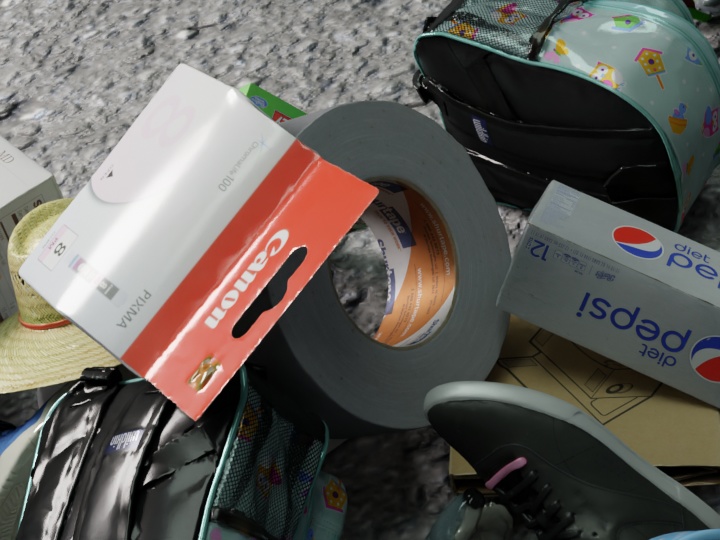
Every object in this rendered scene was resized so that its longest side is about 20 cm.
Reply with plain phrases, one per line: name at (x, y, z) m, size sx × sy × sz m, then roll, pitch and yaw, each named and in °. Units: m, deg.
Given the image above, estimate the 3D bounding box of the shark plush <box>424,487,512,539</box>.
shark plush at (0.026, 0.212, 1.175) m, size 0.200 × 0.091 × 0.083 m, roll -53°, pitch 24°, yaw -17°

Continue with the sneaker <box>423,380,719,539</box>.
sneaker at (0.113, 0.141, 1.128) m, size 0.071 × 0.200 × 0.099 m, roll -43°, pitch 19°, yaw 50°

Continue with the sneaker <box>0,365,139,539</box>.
sneaker at (-0.215, 0.111, 1.297) m, size 0.200 × 0.077 × 0.111 m, roll -52°, pitch 41°, yaw 14°

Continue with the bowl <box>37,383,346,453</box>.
bowl at (-0.111, 0.068, 1.362) m, size 0.199 × 0.075 × 0.200 m, roll -31°, pitch 39°, yaw -18°

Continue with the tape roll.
tape roll at (0.000, 0.000, 1.237) m, size 0.066 × 0.200 × 0.200 m, roll -12°, pitch 31°, yaw 49°

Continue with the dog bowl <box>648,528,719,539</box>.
dog bowl at (0.190, 0.219, 1.007) m, size 0.111 × 0.050 × 0.200 m, roll -13°, pitch 72°, yaw -15°

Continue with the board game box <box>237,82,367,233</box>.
board game box at (-0.065, -0.063, 1.384) m, size 0.200 × 0.134 × 0.029 m, roll -19°, pitch 49°, yaw 60°

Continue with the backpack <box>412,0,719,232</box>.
backpack at (0.158, -0.118, 1.403) m, size 0.200 × 0.176 × 0.153 m, roll 26°, pitch 59°, yaw 35°

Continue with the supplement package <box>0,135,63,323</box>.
supplement package at (-0.310, 0.005, 1.473) m, size 0.200 × 0.117 × 0.117 m, roll -34°, pitch 40°, yaw -21°

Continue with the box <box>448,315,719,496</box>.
box at (0.140, 0.067, 1.282) m, size 0.163 × 0.021 × 0.200 m, roll -4°, pitch 33°, yaw 7°

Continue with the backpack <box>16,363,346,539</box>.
backpack at (-0.110, 0.167, 1.152) m, size 0.176 × 0.153 × 0.200 m, roll -11°, pitch 47°, yaw 37°

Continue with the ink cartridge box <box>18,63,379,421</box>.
ink cartridge box at (-0.097, -0.023, 1.145) m, size 0.163 × 0.057 × 0.200 m, roll -52°, pitch 29°, yaw -4°

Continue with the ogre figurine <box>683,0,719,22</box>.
ogre figurine at (0.287, -0.237, 1.565) m, size 0.120 × 0.098 × 0.200 m, roll -7°, pitch 52°, yaw -16°

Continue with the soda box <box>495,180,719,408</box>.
soda box at (0.188, 0.023, 1.238) m, size 0.200 × 0.068 × 0.063 m, roll 24°, pitch 34°, yaw 7°

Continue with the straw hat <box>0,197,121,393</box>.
straw hat at (-0.177, -0.002, 1.293) m, size 0.201 × 0.085 × 0.201 m, roll -15°, pitch 16°, yaw 4°
